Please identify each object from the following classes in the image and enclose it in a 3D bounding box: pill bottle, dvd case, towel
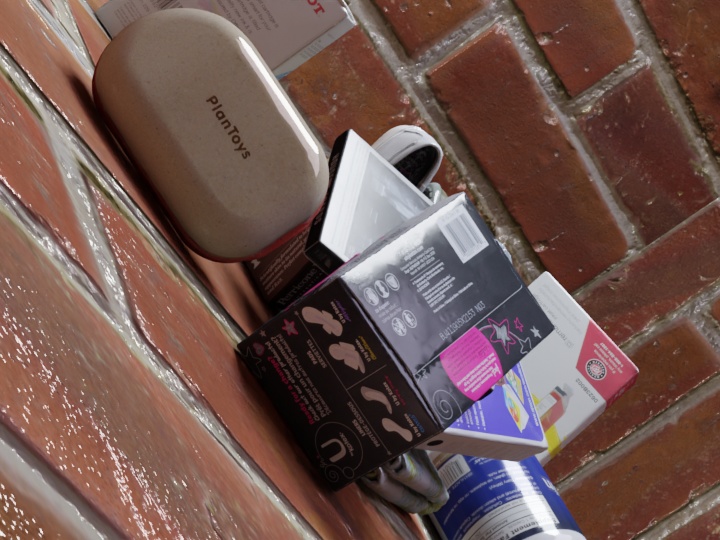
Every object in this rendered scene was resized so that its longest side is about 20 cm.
[{"bbox_3d":[0.137,0.243,1.636,0.116,0.115,0.200,52,7,-49],"label":"pill bottle"},{"bbox_3d":[0.043,-0.005,1.496,0.200,0.025,0.151,40,36,-22],"label":"dvd case"},{"bbox_3d":[0.002,0.118,1.523,0.172,0.048,0.200,61,5,18],"label":"towel"}]

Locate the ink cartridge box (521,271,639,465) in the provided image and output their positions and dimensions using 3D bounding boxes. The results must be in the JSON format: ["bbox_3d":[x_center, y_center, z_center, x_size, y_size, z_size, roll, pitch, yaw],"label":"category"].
[{"bbox_3d":[0.167,0.124,1.892,0.145,0.200,0.083,47,-3,10],"label":"ink cartridge box"}]

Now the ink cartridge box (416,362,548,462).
[{"bbox_3d":[0.057,0.056,1.520,0.199,0.043,0.199,16,49,-47],"label":"ink cartridge box"}]

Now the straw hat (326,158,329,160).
[{"bbox_3d":[-0.071,-0.057,1.688,0.201,0.200,0.086,-96,-170,-82],"label":"straw hat"}]

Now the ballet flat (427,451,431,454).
[{"bbox_3d":[0.026,0.125,1.695,0.200,0.067,0.062,47,14,-3],"label":"ballet flat"}]

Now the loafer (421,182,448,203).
[{"bbox_3d":[0.065,0.016,1.769,0.069,0.201,0.075,12,-10,-31],"label":"loafer"}]

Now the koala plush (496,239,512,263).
[{"bbox_3d":[0.034,-0.001,1.866,0.200,0.177,0.184,49,21,-15],"label":"koala plush"}]

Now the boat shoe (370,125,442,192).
[{"bbox_3d":[0.003,-0.055,1.759,0.072,0.200,0.068,52,-7,-23],"label":"boat shoe"}]

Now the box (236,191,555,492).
[{"bbox_3d":[0.028,0.048,1.319,0.133,0.115,0.200,56,34,0],"label":"box"}]

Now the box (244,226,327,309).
[{"bbox_3d":[0.000,0.000,1.636,0.200,0.100,0.075,24,28,-45],"label":"box"}]

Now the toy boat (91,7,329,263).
[{"bbox_3d":[-0.122,-0.096,1.382,0.201,0.130,0.131,57,-27,1],"label":"toy boat"}]

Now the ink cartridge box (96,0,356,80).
[{"bbox_3d":[-0.124,-0.238,1.728,0.148,0.199,0.086,57,4,2],"label":"ink cartridge box"}]
